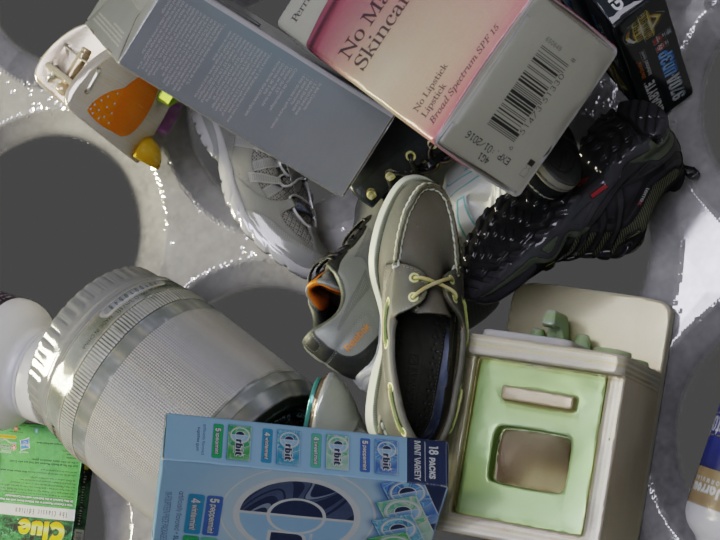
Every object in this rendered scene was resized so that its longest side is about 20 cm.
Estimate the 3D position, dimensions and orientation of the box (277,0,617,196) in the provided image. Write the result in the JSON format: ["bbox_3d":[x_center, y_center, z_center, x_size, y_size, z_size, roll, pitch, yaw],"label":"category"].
[{"bbox_3d":[0.058,-0.164,1.479,0.200,0.109,0.128,40,98,42],"label":"box"}]

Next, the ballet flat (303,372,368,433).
[{"bbox_3d":[-0.017,0.166,1.593,0.069,0.069,0.201,28,125,25],"label":"ballet flat"}]

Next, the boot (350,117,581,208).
[{"bbox_3d":[0.068,-0.090,1.572,0.154,0.073,0.204,-47,52,22],"label":"boot"}]

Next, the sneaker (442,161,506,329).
[{"bbox_3d":[0.089,-0.033,1.625,0.201,0.070,0.080,-56,42,8],"label":"sneaker"}]

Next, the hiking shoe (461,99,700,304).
[{"bbox_3d":[0.165,-0.030,1.559,0.200,0.101,0.076,-39,37,4],"label":"hiking shoe"}]

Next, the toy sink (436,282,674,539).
[{"bbox_3d":[0.142,0.105,1.541,0.130,0.112,0.201,8,83,24],"label":"toy sink"}]

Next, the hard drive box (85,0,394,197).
[{"bbox_3d":[-0.092,-0.151,1.563,0.077,0.200,0.156,-57,24,7],"label":"hard drive box"}]

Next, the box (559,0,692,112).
[{"bbox_3d":[0.171,-0.209,1.543,0.046,0.200,0.159,-36,68,2],"label":"box"}]

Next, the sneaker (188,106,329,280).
[{"bbox_3d":[-0.069,-0.082,1.688,0.082,0.075,0.200,-34,68,15],"label":"sneaker"}]

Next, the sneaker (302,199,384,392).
[{"bbox_3d":[0.000,0.000,1.602,0.074,0.079,0.201,-52,21,40],"label":"sneaker"}]

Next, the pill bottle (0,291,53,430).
[{"bbox_3d":[-0.332,0.066,1.752,0.199,0.112,0.113,15,86,25],"label":"pill bottle"}]

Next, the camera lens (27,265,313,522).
[{"bbox_3d":[-0.140,0.109,1.634,0.200,0.160,0.160,36,95,25],"label":"camera lens"}]

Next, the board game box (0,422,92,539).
[{"bbox_3d":[-0.317,0.177,1.773,0.199,0.023,0.105,3,79,24],"label":"board game box"}]

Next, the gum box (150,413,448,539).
[{"bbox_3d":[-0.049,0.178,1.509,0.199,0.170,0.045,6,48,-6],"label":"gum box"}]

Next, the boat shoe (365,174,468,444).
[{"bbox_3d":[0.046,0.032,1.509,0.060,0.072,0.203,-178,92,-65],"label":"boat shoe"}]

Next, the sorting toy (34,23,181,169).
[{"bbox_3d":[-0.164,-0.187,1.716,0.107,0.200,0.180,38,89,-19],"label":"sorting toy"}]

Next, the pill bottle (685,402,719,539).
[{"bbox_3d":[0.294,0.145,1.466,0.115,0.116,0.201,17,86,25],"label":"pill bottle"}]
